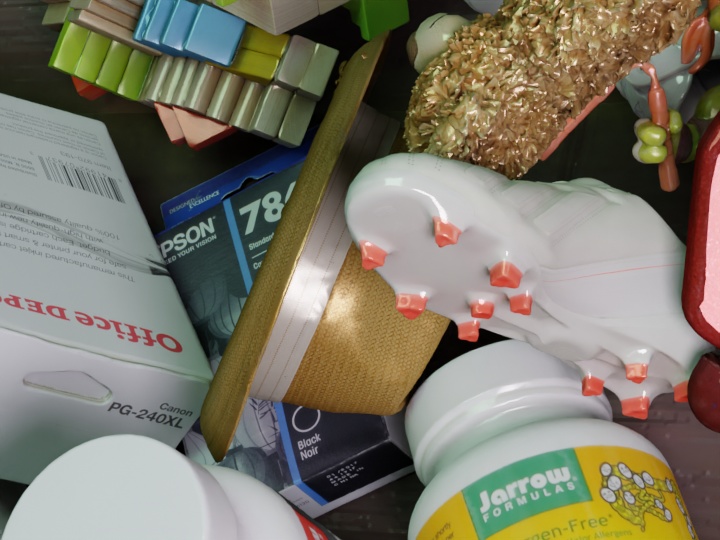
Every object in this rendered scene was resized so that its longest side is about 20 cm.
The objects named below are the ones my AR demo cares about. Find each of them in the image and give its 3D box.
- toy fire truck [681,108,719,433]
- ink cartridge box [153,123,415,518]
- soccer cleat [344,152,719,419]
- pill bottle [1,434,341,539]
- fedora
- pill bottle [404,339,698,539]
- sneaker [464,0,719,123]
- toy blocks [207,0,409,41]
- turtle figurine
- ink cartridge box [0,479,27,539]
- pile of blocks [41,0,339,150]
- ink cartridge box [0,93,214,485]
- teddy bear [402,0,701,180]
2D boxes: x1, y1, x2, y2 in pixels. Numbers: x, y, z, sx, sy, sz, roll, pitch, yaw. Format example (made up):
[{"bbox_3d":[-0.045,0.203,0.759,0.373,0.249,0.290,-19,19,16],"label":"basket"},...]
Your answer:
[{"bbox_3d":[0.210,0.010,1.067,0.200,0.112,0.168,31,96,-1],"label":"toy fire truck"},{"bbox_3d":[-0.043,0.021,1.292,0.099,0.039,0.200,-28,54,16],"label":"ink cartridge box"},{"bbox_3d":[0.067,-0.008,1.076,0.069,0.200,0.078,-17,57,40],"label":"soccer cleat"},{"bbox_3d":[-0.052,0.146,1.127,0.116,0.200,0.116,-13,60,24],"label":"pill bottle"},{"bbox_3d":[0.000,0.000,1.180,0.082,0.201,0.201,23,75,-1],"label":"fedora"},{"bbox_3d":[0.083,0.130,1.113,0.113,0.113,0.200,-28,53,15],"label":"pill bottle"},{"bbox_3d":[0.119,-0.111,1.244,0.200,0.075,0.100,10,69,34],"label":"sneaker"},{"bbox_3d":[-0.025,-0.182,1.329,0.200,0.100,0.137,-30,39,-28],"label":"toy blocks"},{"bbox_3d":[0.182,-0.061,1.153,0.200,0.064,0.161,-37,86,-8],"label":"turtle figurine"},{"bbox_3d":[-0.228,0.177,1.260,0.200,0.125,0.129,-44,52,2],"label":"ink cartridge box"},{"bbox_3d":[-0.095,-0.095,1.343,0.200,0.082,0.062,16,84,45],"label":"pile of blocks"},{"bbox_3d":[-0.167,0.003,1.277,0.083,0.145,0.200,-56,37,25],"label":"ink cartridge box"},{"bbox_3d":[0.091,-0.112,1.103,0.200,0.067,0.145,-38,13,18],"label":"teddy bear"}]
